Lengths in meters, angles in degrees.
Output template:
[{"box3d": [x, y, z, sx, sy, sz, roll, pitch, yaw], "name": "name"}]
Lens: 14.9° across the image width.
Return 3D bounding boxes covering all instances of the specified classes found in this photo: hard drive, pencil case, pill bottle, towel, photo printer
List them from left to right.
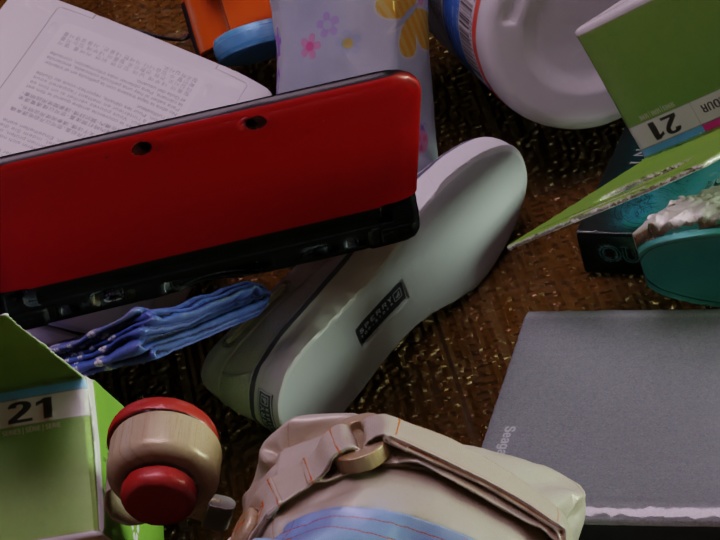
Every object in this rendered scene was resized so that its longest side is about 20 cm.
[{"box3d": [-0.153, 0.040, 1.254, 0.200, 0.024, 0.145, -14, 2, 21], "name": "towel"}, {"box3d": [-0.149, -0.043, 1.397, 0.166, 0.069, 0.200, 22, 44, 5], "name": "photo printer"}, {"box3d": [-0.009, -0.128, 1.393, 0.091, 0.200, 0.083, -2, 0, 37], "name": "pencil case"}, {"box3d": [0.087, -0.154, 1.448, 0.112, 0.112, 0.200, -21, 25, -7], "name": "pill bottle"}, {"box3d": [0.155, 0.070, 1.199, 0.200, 0.033, 0.140, -1, 38, 20], "name": "hard drive"}]

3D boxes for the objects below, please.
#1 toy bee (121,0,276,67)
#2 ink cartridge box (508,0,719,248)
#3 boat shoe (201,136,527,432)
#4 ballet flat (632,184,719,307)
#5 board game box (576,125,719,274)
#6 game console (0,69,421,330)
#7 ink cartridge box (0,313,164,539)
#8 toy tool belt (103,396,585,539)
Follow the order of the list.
[{"box3d": [-0.059, -0.151, 1.513, 0.200, 0.131, 0.109, 3, 2, 22], "name": "toy bee"}, {"box3d": [0.158, -0.099, 1.249, 0.200, 0.076, 0.148, -32, 5, -36], "name": "ink cartridge box"}, {"box3d": [0.000, 0.000, 1.328, 0.070, 0.071, 0.200, 21, 56, 37], "name": "boat shoe"}, {"box3d": [0.222, -0.017, 1.244, 0.200, 0.072, 0.072, 4, 38, 2], "name": "ballet flat"}, {"box3d": [0.200, -0.068, 1.370, 0.135, 0.028, 0.200, 2, 40, 24], "name": "board game box"}, {"box3d": [-0.082, -0.056, 1.239, 0.200, 0.119, 0.172, -13, 32, -7], "name": "game console"}, {"box3d": [-0.181, 0.089, 1.158, 0.148, 0.200, 0.076, -10, 72, 10], "name": "ink cartridge box"}, {"box3d": [-0.009, 0.123, 1.097, 0.200, 0.125, 0.123, 13, 43, -9], "name": "toy tool belt"}]
